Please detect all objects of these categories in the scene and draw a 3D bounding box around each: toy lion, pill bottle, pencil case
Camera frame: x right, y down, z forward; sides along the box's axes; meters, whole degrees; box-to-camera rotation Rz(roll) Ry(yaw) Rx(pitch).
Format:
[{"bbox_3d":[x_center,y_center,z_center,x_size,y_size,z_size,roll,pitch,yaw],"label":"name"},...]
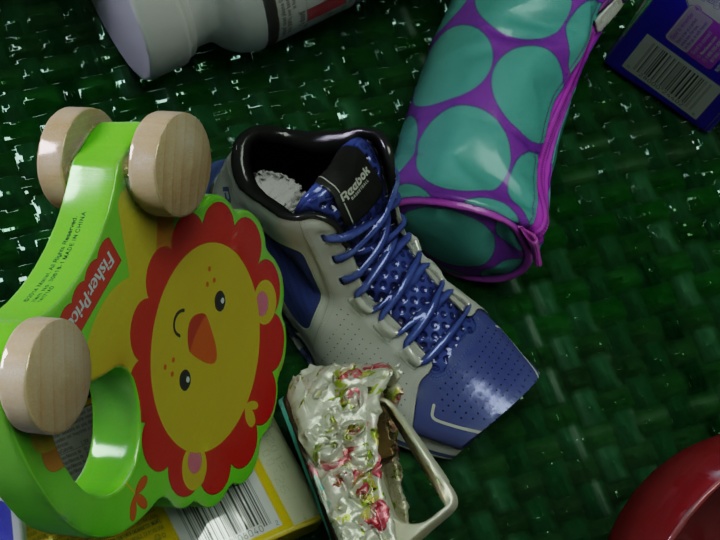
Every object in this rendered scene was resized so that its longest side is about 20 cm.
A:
[{"bbox_3d":[-0.098,0.038,1.097,0.068,0.192,0.200,3,46,28],"label":"toy lion"},{"bbox_3d":[-0.041,-0.181,1.269,0.200,0.116,0.117,-27,74,-14],"label":"pill bottle"},{"bbox_3d":[0.078,-0.093,1.280,0.092,0.085,0.200,9,61,22],"label":"pencil case"}]

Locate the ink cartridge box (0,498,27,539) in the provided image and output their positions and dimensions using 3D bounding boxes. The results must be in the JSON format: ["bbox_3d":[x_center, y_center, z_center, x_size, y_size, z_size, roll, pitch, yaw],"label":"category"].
[{"bbox_3d":[-0.231,0.197,1.048,0.197,0.047,0.200,-7,54,-6],"label":"ink cartridge box"}]

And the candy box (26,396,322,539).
[{"bbox_3d":[-0.126,0.114,1.167,0.200,0.026,0.102,-22,69,-22],"label":"candy box"}]

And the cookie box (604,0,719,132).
[{"bbox_3d":[0.233,-0.197,1.320,0.075,0.171,0.200,36,62,1],"label":"cookie box"}]

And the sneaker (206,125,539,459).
[{"bbox_3d":[-0.001,-0.001,1.201,0.199,0.115,0.081,40,64,7],"label":"sneaker"}]

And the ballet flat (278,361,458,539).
[{"bbox_3d":[0.020,0.131,1.154,0.064,0.076,0.200,-22,78,7],"label":"ballet flat"}]

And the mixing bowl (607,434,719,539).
[{"bbox_3d":[0.185,0.151,1.157,0.200,0.108,0.201,-7,107,-23],"label":"mixing bowl"}]
